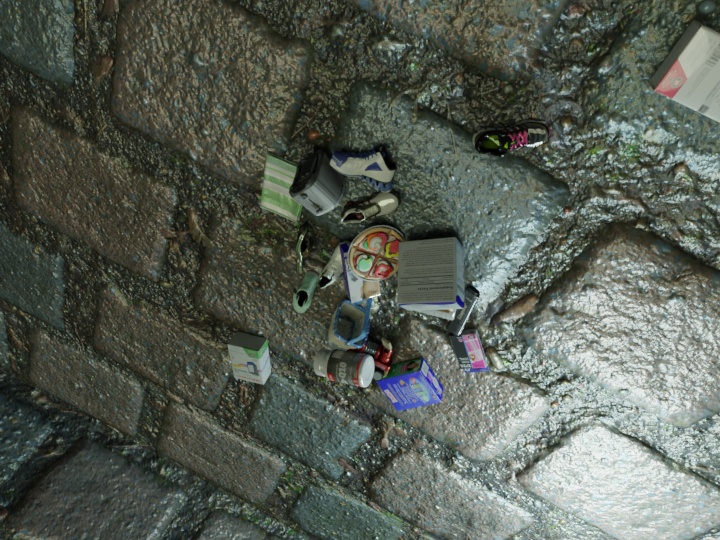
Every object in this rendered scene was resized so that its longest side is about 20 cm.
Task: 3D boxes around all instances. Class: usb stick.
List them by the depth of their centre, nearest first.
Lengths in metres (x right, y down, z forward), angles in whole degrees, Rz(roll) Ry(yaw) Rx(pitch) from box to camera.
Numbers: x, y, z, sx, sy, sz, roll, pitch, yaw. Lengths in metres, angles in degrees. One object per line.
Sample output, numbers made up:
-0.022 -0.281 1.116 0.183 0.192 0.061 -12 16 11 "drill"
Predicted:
0.341 0.136 1.712 0.055 0.032 0.201 42 134 28 "usb stick"

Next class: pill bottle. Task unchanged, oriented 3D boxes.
0.219 0.083 1.675 0.198 0.115 0.115 14 128 12 "pill bottle"
-0.061 0.345 1.848 0.198 0.114 0.115 5 126 26 "pill bottle"

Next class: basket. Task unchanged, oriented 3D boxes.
-0.025 0.181 1.810 0.138 0.178 0.200 26 144 -17 "basket"

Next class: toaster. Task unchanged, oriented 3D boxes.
-0.123 -0.261 1.532 0.113 0.201 0.129 -21 132 33 "toaster"

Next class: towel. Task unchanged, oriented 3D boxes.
-0.248 -0.263 1.669 0.151 0.023 0.201 23 129 6 "towel"

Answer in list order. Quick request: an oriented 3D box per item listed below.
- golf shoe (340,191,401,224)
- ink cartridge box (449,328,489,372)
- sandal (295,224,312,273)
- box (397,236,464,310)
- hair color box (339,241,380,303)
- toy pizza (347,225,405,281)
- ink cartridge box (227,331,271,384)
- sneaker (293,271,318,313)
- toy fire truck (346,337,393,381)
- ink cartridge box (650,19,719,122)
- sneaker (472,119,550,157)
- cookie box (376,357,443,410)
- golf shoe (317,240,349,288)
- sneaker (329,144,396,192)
0.030 -0.182 1.579 0.198 0.088 0.078 -15 116 28 "golf shoe"
0.385 0.293 1.814 0.094 0.037 0.201 -9 122 26 "ink cartridge box"
-0.191 -0.074 1.757 0.057 0.080 0.202 5 134 -3 "sandal"
0.215 0.014 1.566 0.182 0.202 0.105 -4 164 23 "box"
0.000 0.000 1.705 0.108 0.065 0.202 -16 125 -11 "hair color box"
0.057 -0.048 1.635 0.198 0.032 0.202 -8 122 -13 "toy pizza"
-0.462 0.368 2.160 0.144 0.088 0.201 11 129 13 "ink cartridge box"
-0.217 0.105 1.858 0.073 0.119 0.201 25 130 0 "sneaker"
0.044 0.291 1.899 0.175 0.129 0.201 25 117 3 "toy fire truck"
0.770 -0.425 1.121 0.199 0.083 0.147 27 129 2 "ink cartridge box"
0.385 -0.335 1.331 0.198 0.088 0.074 -1 123 21 "sneaker"
0.188 0.435 1.963 0.199 0.075 0.172 -20 115 31 "cookie box"
-0.082 -0.011 1.738 0.078 0.097 0.200 34 127 -2 "golf shoe"
0.021 -0.321 1.497 0.198 0.081 0.116 23 126 -5 "sneaker"
